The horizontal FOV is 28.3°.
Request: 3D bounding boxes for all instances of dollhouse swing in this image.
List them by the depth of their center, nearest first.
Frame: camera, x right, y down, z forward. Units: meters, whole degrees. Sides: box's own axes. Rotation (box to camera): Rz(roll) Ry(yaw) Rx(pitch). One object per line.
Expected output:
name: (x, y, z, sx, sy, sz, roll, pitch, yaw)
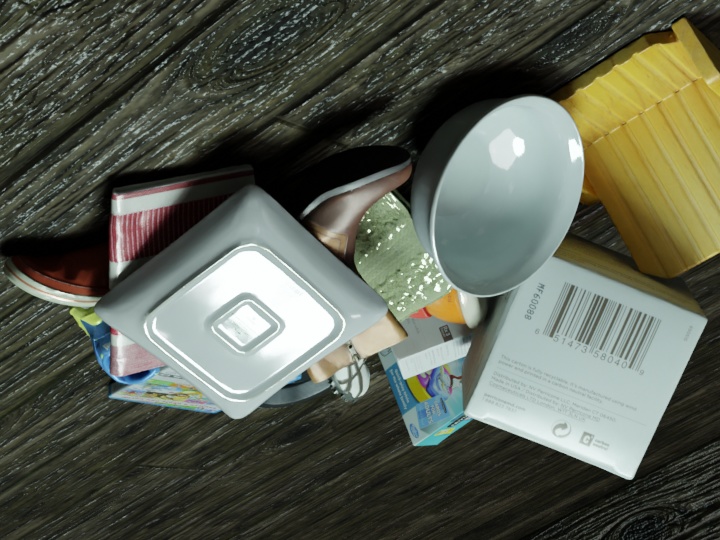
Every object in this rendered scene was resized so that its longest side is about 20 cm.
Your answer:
dollhouse swing: (0.300, -0.107, 1.434, 0.200, 0.176, 0.182, -31, 157, 23)

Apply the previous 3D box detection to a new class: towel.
towel: (-0.167, 0.000, 1.328, 0.144, 0.023, 0.200, -14, 127, -28)
towel: (0.000, 0.000, 1.468, 0.200, 0.148, 0.036, -35, -166, 36)

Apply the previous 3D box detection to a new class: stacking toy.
stacking toy: (0.034, -0.002, 1.542, 0.200, 0.146, 0.146, -7, 160, 12)

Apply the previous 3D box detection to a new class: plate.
plate: (-0.106, 0.042, 1.305, 0.200, 0.032, 0.200, -36, 123, 17)

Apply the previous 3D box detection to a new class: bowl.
bowl: (0.116, -0.083, 1.381, 0.201, 0.090, 0.201, -19, 122, -33)

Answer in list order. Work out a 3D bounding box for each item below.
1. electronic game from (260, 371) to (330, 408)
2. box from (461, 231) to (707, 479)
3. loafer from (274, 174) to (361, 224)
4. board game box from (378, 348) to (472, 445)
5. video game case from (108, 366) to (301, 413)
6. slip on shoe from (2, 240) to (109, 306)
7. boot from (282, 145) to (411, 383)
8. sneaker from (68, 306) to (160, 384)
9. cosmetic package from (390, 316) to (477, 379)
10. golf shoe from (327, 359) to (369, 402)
electronic game: (-0.072, 0.106, 1.750, 0.200, 0.042, 0.200, -21, 152, -12)
box: (0.231, 0.078, 1.535, 0.171, 0.199, 0.200, -78, -171, -74)
loafer: (-0.064, -0.030, 1.413, 0.200, 0.076, 0.067, -40, 164, 28)
board game box: (0.118, 0.107, 1.783, 0.047, 0.151, 0.200, 2, 147, -44)
video game case: (-0.179, 0.126, 1.623, 0.143, 0.018, 0.200, 12, 157, -33)
slip on shoe: (-0.237, -0.004, 1.337, 0.200, 0.074, 0.061, 2, 114, -34)
boot: (-0.003, -0.002, 1.336, 0.188, 0.068, 0.200, -31, 120, 0)
sneaker: (-0.229, 0.078, 1.461, 0.076, 0.105, 0.200, -28, 157, 14)
cosmetic package: (0.120, 0.036, 1.679, 0.200, 0.113, 0.081, -23, 158, 0)
golf shoe: (-0.012, 0.090, 1.652, 0.094, 0.078, 0.200, -36, 154, 4)
